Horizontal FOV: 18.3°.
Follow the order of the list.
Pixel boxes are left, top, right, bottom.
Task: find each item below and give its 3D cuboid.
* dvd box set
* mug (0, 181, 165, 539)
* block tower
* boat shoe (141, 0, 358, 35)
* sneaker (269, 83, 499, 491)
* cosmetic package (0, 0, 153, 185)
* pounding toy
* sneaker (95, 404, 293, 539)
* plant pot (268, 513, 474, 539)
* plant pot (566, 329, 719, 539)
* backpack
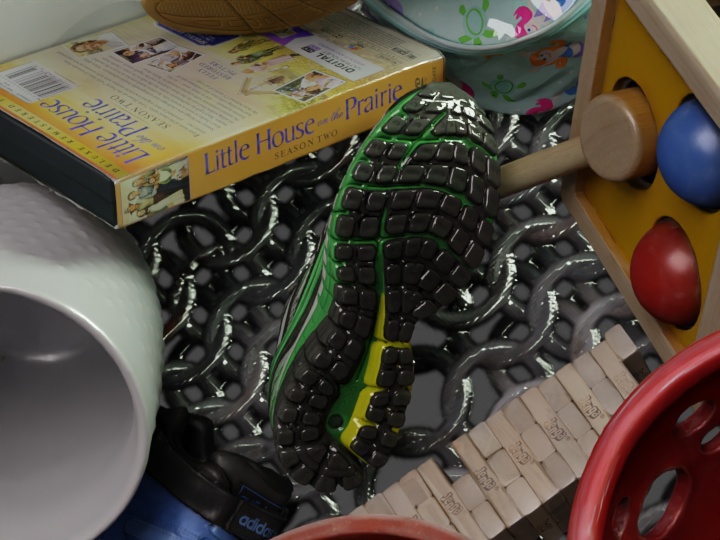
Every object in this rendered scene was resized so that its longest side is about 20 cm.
[{"bbox_3d":[-0.078,-0.088,1.096,0.199,0.030,0.146,-24,36,-34],"label":"dvd box set"},{"bbox_3d":[-0.180,0.015,1.071,0.147,0.201,0.176,-31,20,14],"label":"mug"},{"bbox_3d":[0.063,0.111,1.071,0.199,0.054,0.058,-36,62,1],"label":"block tower"},{"bbox_3d":[-0.016,-0.171,1.078,0.199,0.071,0.070,-16,69,20],"label":"boat shoe"},{"bbox_3d":[0.000,0.000,1.085,0.201,0.078,0.085,-65,23,10],"label":"sneaker"},{"bbox_3d":[-0.199,-0.122,1.173,0.200,0.200,0.123,-43,62,-5],"label":"cosmetic package"},{"bbox_3d":[0.148,-0.051,1.032,0.141,0.185,0.201,-12,45,-18],"label":"pounding toy"},{"bbox_3d":[-0.070,0.151,1.083,0.111,0.077,0.200,-43,55,7],"label":"sneaker"},{"bbox_3d":[0.032,0.224,0.945,0.199,0.195,0.202,-8,68,21],"label":"plant pot"},{"bbox_3d":[0.204,0.140,0.931,0.199,0.183,0.202,-11,61,20],"label":"plant pot"},{"bbox_3d":[0.085,-0.189,1.147,0.177,0.151,0.200,39,88,28],"label":"backpack"}]
